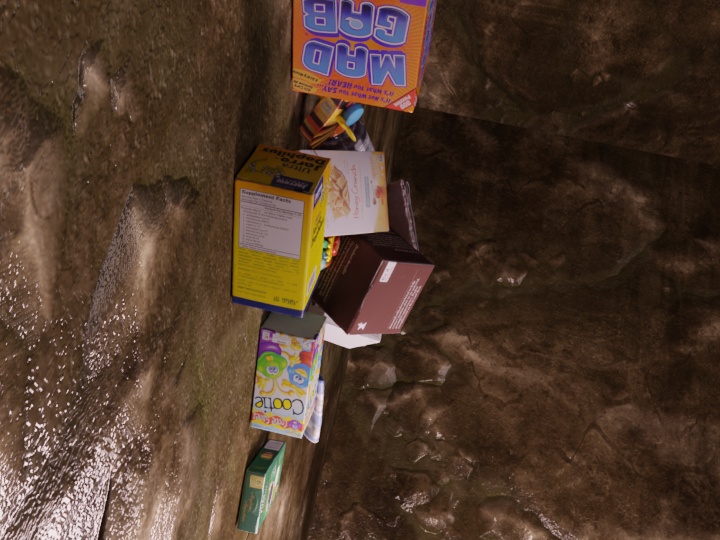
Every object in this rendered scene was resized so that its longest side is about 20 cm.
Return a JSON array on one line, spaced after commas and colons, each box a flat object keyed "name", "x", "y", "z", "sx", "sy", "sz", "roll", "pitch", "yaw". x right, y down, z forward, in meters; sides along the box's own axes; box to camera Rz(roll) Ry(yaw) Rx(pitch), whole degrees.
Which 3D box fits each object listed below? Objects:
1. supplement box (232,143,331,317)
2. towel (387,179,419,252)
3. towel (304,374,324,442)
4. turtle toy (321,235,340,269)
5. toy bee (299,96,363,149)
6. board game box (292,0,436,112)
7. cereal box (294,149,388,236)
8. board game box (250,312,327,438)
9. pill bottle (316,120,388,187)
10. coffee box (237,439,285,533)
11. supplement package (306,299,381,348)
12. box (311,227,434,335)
[{"name": "supplement box", "x": -0.111, "y": -0.054, "z": 1.075, "sx": 0.110, "sy": 0.107, "sz": 0.203, "roll": -71, "pitch": 171, "yaw": -55}, {"name": "towel", "x": 0.039, "y": -0.067, "z": 1.602, "sx": 0.032, "sy": 0.189, "sz": 0.204, "roll": 4, "pitch": 72, "yaw": -48}, {"name": "towel", "x": -0.125, "y": 0.245, "z": 1.569, "sx": 0.024, "sy": 0.147, "sz": 0.202, "roll": -24, "pitch": 141, "yaw": -31}, {"name": "turtle toy", "x": -0.083, "y": -0.078, "z": 1.395, "sx": 0.146, "sy": 0.099, "sz": 0.204, "roll": -40, "pitch": 141, "yaw": -82}, {"name": "toy bee", "x": -0.041, "y": -0.294, "z": 1.301, "sx": 0.203, "sy": 0.130, "sz": 0.108, "roll": -63, "pitch": 163, "yaw": 13}, {"name": "board game box", "x": 0.013, "y": -0.401, "z": 1.193, "sx": 0.202, "sy": 0.196, "sz": 0.202, "roll": -74, "pitch": 172, "yaw": -45}, {"name": "cereal box", "x": -0.035, "y": -0.134, "z": 1.337, "sx": 0.198, "sy": 0.039, "sz": 0.147, "roll": -8, "pitch": 95, "yaw": -43}, {"name": "board game box", "x": -0.132, "y": 0.186, "z": 1.415, "sx": 0.103, "sy": 0.103, "sz": 0.204, "roll": -65, "pitch": 165, "yaw": -67}, {"name": "pill bottle", "x": -0.024, "y": -0.225, "z": 1.513, "sx": 0.201, "sy": 0.104, "sz": 0.108, "roll": 62, "pitch": 33, "yaw": -42}, {"name": "coffee box", "x": -0.198, "y": 0.431, "z": 1.561, "sx": 0.200, "sy": 0.043, "sz": 0.126, "roll": -50, "pitch": 150, "yaw": -81}, {"name": "supplement package", "x": -0.032, "y": 0.051, "z": 1.732, "sx": 0.151, "sy": 0.149, "sz": 0.204, "roll": -20, "pitch": -127, "yaw": 60}, {"name": "box", "x": 0.000, "y": 0.000, "z": 1.504, "sx": 0.163, "sy": 0.200, "sz": 0.168, "roll": 4, "pitch": 121, "yaw": -49}]
